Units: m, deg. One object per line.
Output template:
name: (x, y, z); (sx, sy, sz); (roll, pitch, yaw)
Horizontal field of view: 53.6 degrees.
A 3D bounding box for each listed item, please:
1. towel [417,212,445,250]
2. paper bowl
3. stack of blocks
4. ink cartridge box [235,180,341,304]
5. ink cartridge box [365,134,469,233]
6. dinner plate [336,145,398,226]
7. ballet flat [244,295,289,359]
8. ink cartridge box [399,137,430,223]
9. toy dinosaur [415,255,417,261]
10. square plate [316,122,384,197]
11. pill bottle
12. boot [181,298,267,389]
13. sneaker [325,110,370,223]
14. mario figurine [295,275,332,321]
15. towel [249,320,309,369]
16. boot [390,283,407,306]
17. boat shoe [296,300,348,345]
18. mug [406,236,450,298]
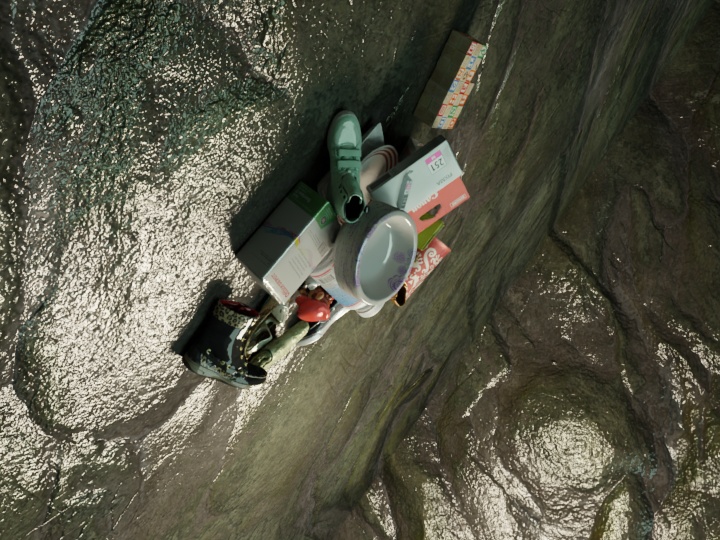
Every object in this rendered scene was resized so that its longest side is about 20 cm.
towel: (0.122, -0.113, 1.730); (0.087, 0.199, 0.018); (-52, 127, -2)
paper bowl: (0.022, -0.041, 1.471); (0.198, 0.103, 0.206); (-26, 127, -40)
stack of blocks: (0.207, -0.426, 1.606); (0.114, 0.058, 0.203); (-16, 137, -57)
ink cartridge box: (-0.137, -0.051, 1.417); (0.201, 0.087, 0.146); (-52, 158, -11)
ink cartridge box: (0.133, -0.163, 1.542); (0.198, 0.044, 0.175); (-34, 121, 1)
dinner plate: (0.011, -0.183, 1.534); (0.200, 0.024, 0.202); (-44, 155, -26)
ballet flat: (-0.204, 0.116, 1.553); (0.201, 0.065, 0.071); (-49, 158, -13)
ink cartridge box: (0.107, -0.184, 1.639); (0.203, 0.082, 0.146); (-61, -167, 19)
toy dinosaur: (0.102, -0.095, 1.823); (0.098, 0.205, 0.059); (-7, 155, 2)
square plate: (-0.017, -0.195, 1.529); (0.201, 0.028, 0.199); (-48, 157, -15)
pill bottle: (-0.030, 0.015, 1.590); (0.109, 0.108, 0.200); (-49, 125, -7)
boot: (-0.247, 0.151, 1.449); (0.197, 0.073, 0.153); (23, 101, -35)
sneaker: (-0.016, -0.194, 1.366); (0.072, 0.118, 0.206); (-6, 118, -22)
mario figurine: (-0.093, 0.029, 1.674); (0.201, 0.104, 0.125); (-53, 125, -29)
towel: (-0.200, 0.191, 1.634); (0.147, 0.037, 0.200); (-36, 173, -42)
boot: (0.049, -0.010, 1.728); (0.070, 0.143, 0.204); (-40, 136, -19)
boat shoe: (-0.094, 0.101, 1.754); (0.198, 0.072, 0.069); (-37, 131, -11)
mug: (0.147, -0.016, 1.994); (0.201, 0.133, 0.177); (-51, 156, 4)
